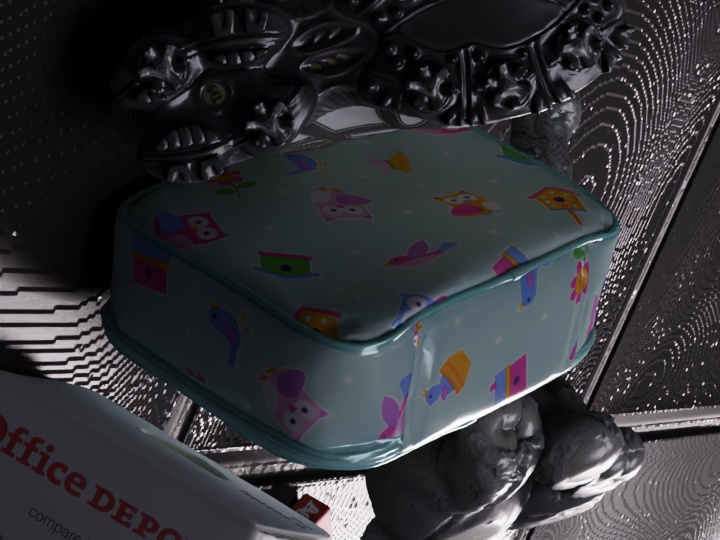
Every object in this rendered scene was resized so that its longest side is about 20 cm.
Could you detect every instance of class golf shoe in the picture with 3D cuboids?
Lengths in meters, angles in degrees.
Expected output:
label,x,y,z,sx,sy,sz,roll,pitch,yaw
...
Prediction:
label,x,y,z,sx,sy,sz,roll,pitch,yaw
golf shoe,0.001,-0.087,0.999,0.094,0.200,0.078,-145,-135,-81

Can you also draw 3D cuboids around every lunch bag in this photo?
label,x,y,z,sx,sy,sz,roll,pitch,yaw
lunch bag,0.000,0.000,1.082,0.200,0.160,0.077,-24,131,-45

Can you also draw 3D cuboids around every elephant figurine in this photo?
label,x,y,z,sx,sy,sz,roll,pitch,yaw
elephant figurine,0.049,0.024,1.256,0.155,0.200,0.142,-14,161,-16

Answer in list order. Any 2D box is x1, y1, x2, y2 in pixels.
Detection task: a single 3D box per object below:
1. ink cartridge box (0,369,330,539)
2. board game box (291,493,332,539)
label,x,y,z,sx,sy,sz,roll,pitch,yaw
ink cartridge box,-0.121,0.157,1.017,0.200,0.145,0.088,-62,156,1
board game box,-0.049,0.214,1.370,0.103,0.019,0.200,-45,150,-31
